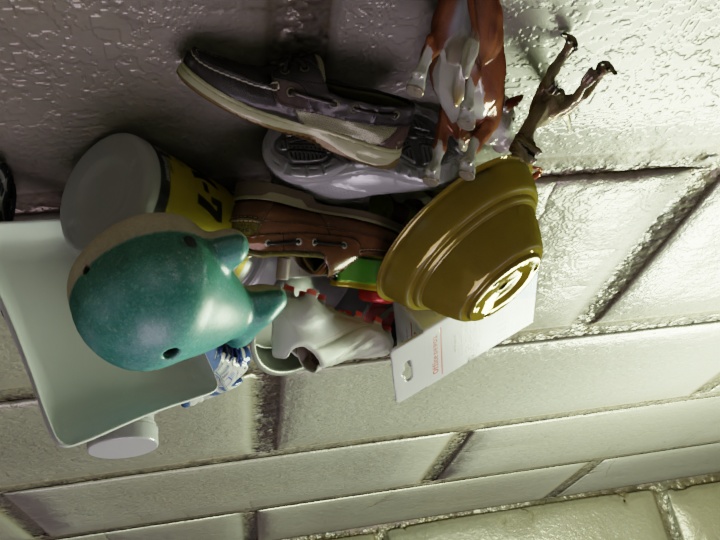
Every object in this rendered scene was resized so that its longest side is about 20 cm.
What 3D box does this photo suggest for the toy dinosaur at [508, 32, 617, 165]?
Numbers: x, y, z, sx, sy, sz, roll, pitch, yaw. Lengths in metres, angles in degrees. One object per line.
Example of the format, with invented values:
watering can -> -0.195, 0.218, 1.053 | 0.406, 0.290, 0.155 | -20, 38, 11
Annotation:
toy dinosaur -> 0.170, -0.151, 0.754 | 0.101, 0.058, 0.200 | -52, 173, 30

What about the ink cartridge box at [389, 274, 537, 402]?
ink cartridge box -> 0.104, 0.053, 0.983 | 0.198, 0.067, 0.117 | -28, 143, -15

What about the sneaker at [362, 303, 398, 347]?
sneaker -> 0.079, 0.008, 1.046 | 0.199, 0.087, 0.074 | -34, 145, -7

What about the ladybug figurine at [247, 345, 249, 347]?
ladybug figurine -> -0.162, 0.046, 1.017 | 0.198, 0.073, 0.136 | -21, 151, 19

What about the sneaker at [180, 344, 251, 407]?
sneaker -> -0.166, 0.088, 0.955 | 0.087, 0.076, 0.200 | -14, 161, -17

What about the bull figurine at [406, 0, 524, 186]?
bull figurine -> 0.089, -0.143, 0.706 | 0.064, 0.123, 0.201 | 10, 153, 22

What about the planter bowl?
planter bowl -> 0.118, -0.010, 0.841 | 0.199, 0.084, 0.201 | -33, 157, -16

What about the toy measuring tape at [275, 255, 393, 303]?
toy measuring tape -> 0.000, 0.000, 0.881 | 0.073, 0.075, 0.199 | -28, 164, 32

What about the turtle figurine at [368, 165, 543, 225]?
turtle figurine -> 0.087, -0.059, 0.911 | 0.160, 0.065, 0.199 | 14, 145, -41

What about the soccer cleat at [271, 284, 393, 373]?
soccer cleat -> -0.032, 0.074, 0.918 | 0.069, 0.079, 0.199 | 8, 169, 35

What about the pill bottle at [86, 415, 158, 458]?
pill bottle -> -0.261, 0.094, 0.927 | 0.103, 0.203, 0.105 | -8, 154, -4

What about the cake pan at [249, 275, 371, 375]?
cake pan -> -0.052, 0.025, 0.951 | 0.199, 0.037, 0.202 | -34, 146, -27

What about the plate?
plate -> -0.238, 0.046, 0.776 | 0.032, 0.202, 0.199 | -31, 171, 30

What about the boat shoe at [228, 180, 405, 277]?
boat shoe -> -0.037, -0.027, 0.807 | 0.198, 0.069, 0.072 | 12, 170, -34

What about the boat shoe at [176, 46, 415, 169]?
boat shoe -> -0.047, -0.145, 0.693 | 0.198, 0.073, 0.065 | 16, 113, -26

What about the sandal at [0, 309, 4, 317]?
sandal -> -0.319, 0.035, 0.877 | 0.198, 0.077, 0.048 | 2, -168, 36

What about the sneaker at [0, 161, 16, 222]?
sneaker -> -0.367, -0.031, 0.787 | 0.079, 0.078, 0.200 | 18, 142, -25

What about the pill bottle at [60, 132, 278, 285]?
pill bottle -> -0.167, -0.037, 0.801 | 0.113, 0.116, 0.199 | -23, 152, 24

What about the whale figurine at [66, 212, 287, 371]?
whale figurine -> -0.142, 0.035, 0.711 | 0.159, 0.104, 0.199 | -42, 143, 19

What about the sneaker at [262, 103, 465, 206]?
sneaker -> 0.007, -0.101, 0.803 | 0.197, 0.079, 0.100 | 1, 161, -7
